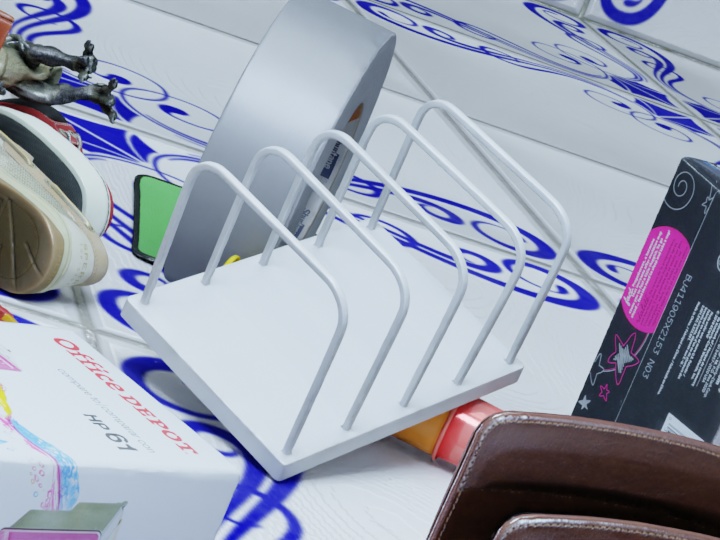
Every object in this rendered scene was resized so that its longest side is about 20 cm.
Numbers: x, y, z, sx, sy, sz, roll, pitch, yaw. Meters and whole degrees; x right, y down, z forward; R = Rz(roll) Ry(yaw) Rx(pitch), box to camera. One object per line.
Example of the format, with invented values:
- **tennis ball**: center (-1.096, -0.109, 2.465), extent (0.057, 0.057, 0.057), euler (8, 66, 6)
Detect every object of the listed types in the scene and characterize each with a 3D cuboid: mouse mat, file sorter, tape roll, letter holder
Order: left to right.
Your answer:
- **mouse mat**: center (-0.080, -0.014, 1.704), extent (0.160, 0.008, 0.200), euler (20, 14, -10)
- **tape roll**: center (-0.049, -0.070, 1.555), extent (0.066, 0.201, 0.200), euler (27, 14, 4)
- **file sorter**: center (0.000, 0.000, 1.379), extent (0.199, 0.125, 0.139), euler (-19, 54, -44)
- **letter holder**: center (0.133, 0.155, 1.133), extent (0.199, 0.143, 0.101), euler (15, 16, -29)

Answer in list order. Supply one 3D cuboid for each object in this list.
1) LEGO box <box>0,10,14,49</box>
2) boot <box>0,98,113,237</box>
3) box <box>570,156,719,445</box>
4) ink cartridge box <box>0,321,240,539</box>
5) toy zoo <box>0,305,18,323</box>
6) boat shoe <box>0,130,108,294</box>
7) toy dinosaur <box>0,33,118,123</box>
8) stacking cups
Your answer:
- **LEGO box**: center (-0.295, -0.107, 1.343), extent (0.077, 0.150, 0.200), euler (26, 2, 27)
- **boot**: center (-0.198, -0.068, 1.598), extent (0.199, 0.073, 0.144), euler (28, 13, 35)
- **box**: center (0.236, 0.053, 1.542), extent (0.114, 0.201, 0.132), euler (11, 19, -35)
- **ink cartridge box**: center (-0.173, 0.082, 1.055), extent (0.199, 0.085, 0.144), euler (10, 19, -45)
- **toy zoo**: center (-0.217, 0.007, 1.262), extent (0.200, 0.020, 0.131), euler (43, 2, 30)
- **boat shoe**: center (-0.227, -0.051, 1.490), extent (0.200, 0.072, 0.065), euler (39, 19, 31)
- **toy dinosaur**: center (-0.203, -0.125, 1.596), extent (0.088, 0.048, 0.200), euler (9, 1, 16)
- **stacking cups**: center (0.002, 0.059, 1.456), extent (0.199, 0.061, 0.061), euler (25, 14, 5)
